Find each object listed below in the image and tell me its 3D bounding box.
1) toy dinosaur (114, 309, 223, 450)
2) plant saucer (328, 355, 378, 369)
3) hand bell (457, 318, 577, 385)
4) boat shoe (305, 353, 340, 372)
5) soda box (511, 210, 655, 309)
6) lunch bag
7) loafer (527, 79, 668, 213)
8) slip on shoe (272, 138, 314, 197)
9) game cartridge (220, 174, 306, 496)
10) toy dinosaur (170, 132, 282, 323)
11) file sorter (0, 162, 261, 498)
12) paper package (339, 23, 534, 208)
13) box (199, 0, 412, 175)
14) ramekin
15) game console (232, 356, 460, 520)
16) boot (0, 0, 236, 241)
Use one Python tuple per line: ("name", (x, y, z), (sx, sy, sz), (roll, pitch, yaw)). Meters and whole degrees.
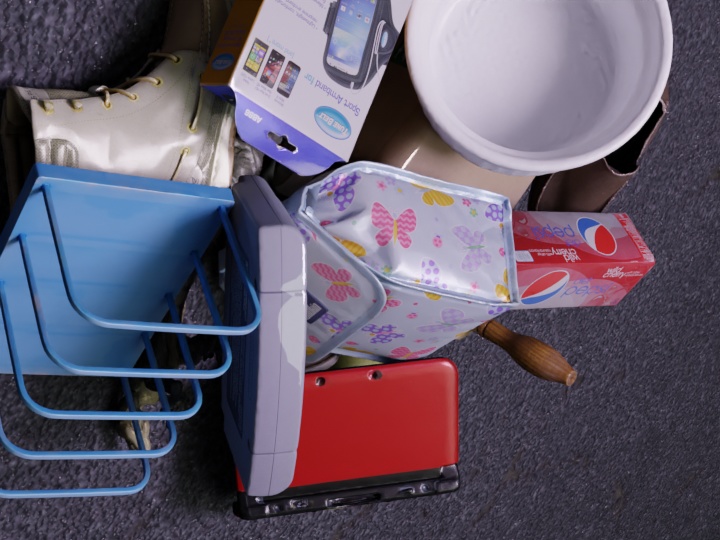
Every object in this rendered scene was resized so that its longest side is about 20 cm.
("toy dinosaur", (-0.146, 0.069, 0.965), (0.047, 0.088, 0.200), (14, 105, -42))
("plant saucer", (-0.013, 0.161, 1.183), (0.199, 0.031, 0.200), (-13, 126, -18))
("hand bell", (0.129, 0.058, 1.200), (0.104, 0.200, 0.104), (-28, 133, -35))
("boat shoe", (-0.028, 0.039, 1.109), (0.200, 0.072, 0.060), (-26, 133, -44))
("soda box", (0.175, -0.009, 1.111), (0.200, 0.064, 0.070), (-1, 141, -40))
("lunch bag", (0.000, 0.000, 0.995), (0.200, 0.170, 0.128), (14, 62, -28))
("loafer", (0.219, -0.103, 1.142), (0.071, 0.073, 0.200), (-87, -158, -64))
("slip on shoe", (-0.034, -0.152, 0.971), (0.060, 0.076, 0.200), (22, 122, -13))
("game cartridge", (-0.069, 0.047, 0.856), (0.041, 0.133, 0.201), (-3, 113, -20))
("toy dinosaur", (-0.124, -0.063, 0.924), (0.088, 0.047, 0.200), (34, 70, -24))
("file sorter", (-0.172, 0.048, 0.813), (0.138, 0.123, 0.200), (5, 137, -35))
("paper package", (0.086, -0.134, 1.099), (0.200, 0.103, 0.191), (-55, 144, -6))
("box", (-0.031, -0.170, 0.855), (0.119, 0.041, 0.200), (30, 80, -40))
("ramekin", (0.132, -0.168, 0.953), (0.201, 0.200, 0.098), (-56, 177, -5))
("game console", (-0.019, 0.155, 1.107), (0.199, 0.172, 0.119), (-5, 80, -10))
("boot", (-0.162, -0.121, 0.833), (0.154, 0.072, 0.201), (2, 95, -34))
